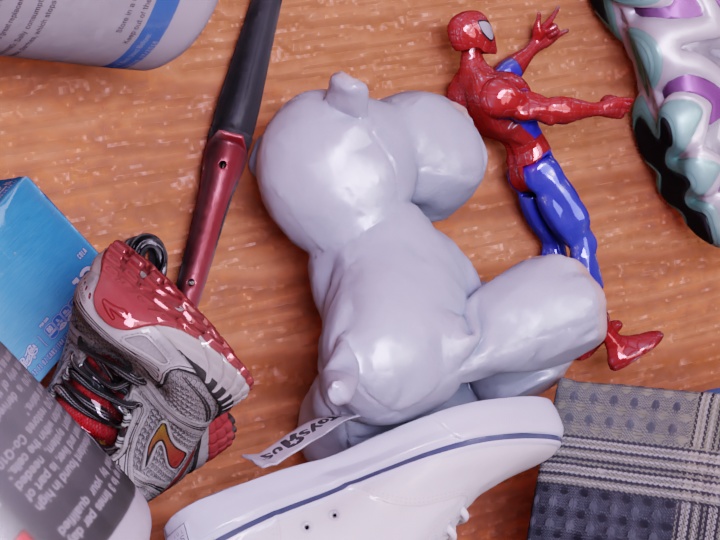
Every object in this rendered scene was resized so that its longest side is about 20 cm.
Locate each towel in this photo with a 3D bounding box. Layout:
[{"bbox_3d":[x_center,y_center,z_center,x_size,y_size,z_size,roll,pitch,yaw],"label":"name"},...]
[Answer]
[{"bbox_3d":[0.164,0.153,0.868,0.034,0.199,0.194,26,72,-58],"label":"towel"}]

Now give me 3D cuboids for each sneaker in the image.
[{"bbox_3d":[0.210,-0.124,1.034,0.139,0.078,0.201,-23,103,-8],"label":"sneaker"},{"bbox_3d":[-0.097,0.058,0.802,0.082,0.200,0.078,-41,73,-19],"label":"sneaker"},{"bbox_3d":[0.010,0.115,0.864,0.199,0.073,0.071,-18,73,-22],"label":"sneaker"}]

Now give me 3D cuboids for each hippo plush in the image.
[{"bbox_3d":[0.000,0.000,0.910,0.199,0.159,0.162,-13,71,-37],"label":"hippo plush"}]

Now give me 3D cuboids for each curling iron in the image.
[{"bbox_3d":[-0.071,-0.058,0.907,0.049,0.025,0.201,30,74,-32],"label":"curling iron"}]

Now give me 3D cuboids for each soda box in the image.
[{"bbox_3d":[-0.195,0.053,0.806,0.068,0.064,0.200,49,66,-22],"label":"soda box"}]

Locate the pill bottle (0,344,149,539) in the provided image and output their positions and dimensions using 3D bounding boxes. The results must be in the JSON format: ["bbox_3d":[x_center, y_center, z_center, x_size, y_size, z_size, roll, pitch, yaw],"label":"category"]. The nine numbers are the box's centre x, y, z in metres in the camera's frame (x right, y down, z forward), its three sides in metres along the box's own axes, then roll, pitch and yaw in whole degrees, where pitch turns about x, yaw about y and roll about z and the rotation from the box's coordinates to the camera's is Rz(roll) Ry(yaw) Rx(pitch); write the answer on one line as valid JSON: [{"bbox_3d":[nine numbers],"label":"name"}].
[{"bbox_3d":[-0.151,0.092,0.708,0.200,0.114,0.114,48,66,-10],"label":"pill bottle"}]

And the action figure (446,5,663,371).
[{"bbox_3d":[0.113,-0.059,1.002,0.099,0.065,0.201,-37,110,-18],"label":"action figure"}]

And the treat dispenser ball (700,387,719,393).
[{"bbox_3d":[0.201,0.159,0.975,0.200,0.200,0.203,0,89,-32],"label":"treat dispenser ball"}]

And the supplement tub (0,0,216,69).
[{"bbox_3d":[-0.163,-0.155,0.780,0.199,0.132,0.133,3,88,-33],"label":"supplement tub"}]
